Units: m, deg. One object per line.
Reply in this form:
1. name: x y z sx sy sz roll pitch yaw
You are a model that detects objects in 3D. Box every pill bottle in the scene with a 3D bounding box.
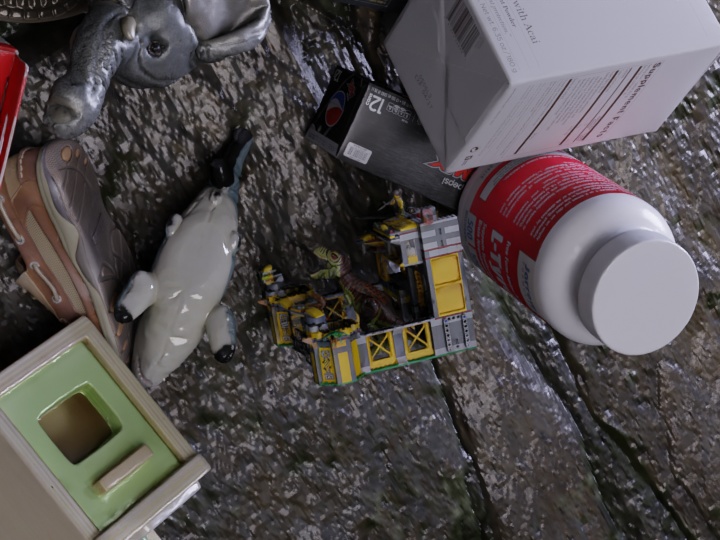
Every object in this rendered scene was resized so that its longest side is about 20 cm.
1. pill bottle: 0.158 -0.014 1.401 0.112 0.200 0.113 -8 113 -20

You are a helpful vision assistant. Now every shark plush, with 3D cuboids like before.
1. shark plush: -0.130 -0.014 1.423 0.090 0.083 0.201 10 76 -9

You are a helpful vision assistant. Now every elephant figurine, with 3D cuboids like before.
1. elephant figurine: -0.132 -0.180 1.267 0.154 0.141 0.202 1 89 -12

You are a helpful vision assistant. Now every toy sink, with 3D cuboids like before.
1. toy sink: -0.194 0.156 1.362 0.200 0.112 0.130 52 40 1

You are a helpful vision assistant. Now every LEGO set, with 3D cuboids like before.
1. LEGO set: 0.000 0.000 1.429 0.153 0.200 0.117 -11 103 -6

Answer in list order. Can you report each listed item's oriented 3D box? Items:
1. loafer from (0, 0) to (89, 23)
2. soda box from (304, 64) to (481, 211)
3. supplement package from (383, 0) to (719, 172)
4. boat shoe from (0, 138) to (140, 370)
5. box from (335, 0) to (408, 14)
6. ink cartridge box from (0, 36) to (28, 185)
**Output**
1. loafer: -0.203 -0.209 1.337 0.199 0.068 0.076 -6 95 -24
2. soda box: 0.062 -0.088 1.488 0.199 0.071 0.064 22 97 -28
3. supplement package: 0.142 -0.167 1.408 0.199 0.120 0.122 -13 67 -29
4. boat shoe: -0.213 -0.007 1.405 0.071 0.076 0.201 -7 122 14
5. box: 0.029 -0.256 1.387 0.199 0.044 0.160 8 144 -24
6. ink cartridge box: -0.280 -0.106 1.264 0.067 0.200 0.117 10 101 -25
